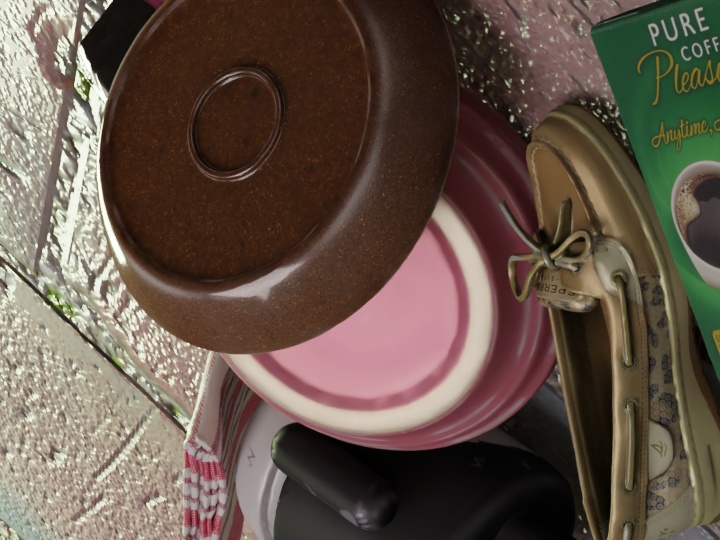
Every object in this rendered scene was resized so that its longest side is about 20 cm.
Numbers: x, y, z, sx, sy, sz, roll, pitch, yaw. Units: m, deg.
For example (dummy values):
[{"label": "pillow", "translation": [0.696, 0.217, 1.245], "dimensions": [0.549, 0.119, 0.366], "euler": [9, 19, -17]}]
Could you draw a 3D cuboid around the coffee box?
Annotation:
[{"label": "coffee box", "translation": [0.172, -0.020, 1.176], "dimensions": [0.123, 0.044, 0.200], "euler": [-16, 96, 59]}]

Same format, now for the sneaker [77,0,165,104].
[{"label": "sneaker", "translation": [-0.066, -0.052, 1.485], "dimensions": [0.200, 0.080, 0.086], "euler": [45, 153, 10]}]

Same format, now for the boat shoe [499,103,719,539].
[{"label": "boat shoe", "translation": [0.108, 0.027, 1.314], "dimensions": [0.200, 0.063, 0.073], "euler": [71, 163, -7]}]

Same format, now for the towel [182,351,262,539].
[{"label": "towel", "translation": [-0.066, 0.090, 1.607], "dimensions": [0.030, 0.146, 0.200], "euler": [10, 143, 4]}]

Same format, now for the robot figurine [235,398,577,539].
[{"label": "robot figurine", "translation": [0.029, 0.122, 1.512], "dimensions": [0.200, 0.125, 0.150], "euler": [35, 146, 32]}]

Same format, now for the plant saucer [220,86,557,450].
[{"label": "plant saucer", "translation": [0.000, 0.000, 1.394], "dimensions": [0.200, 0.051, 0.201], "euler": [10, 118, 20]}]

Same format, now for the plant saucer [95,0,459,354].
[{"label": "plant saucer", "translation": [-0.048, -0.063, 1.343], "dimensions": [0.200, 0.200, 0.034], "euler": [24, 180, 39]}]

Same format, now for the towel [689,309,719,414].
[{"label": "towel", "translation": [0.203, 0.066, 1.310], "dimensions": [0.144, 0.023, 0.200], "euler": [36, 151, 19]}]
